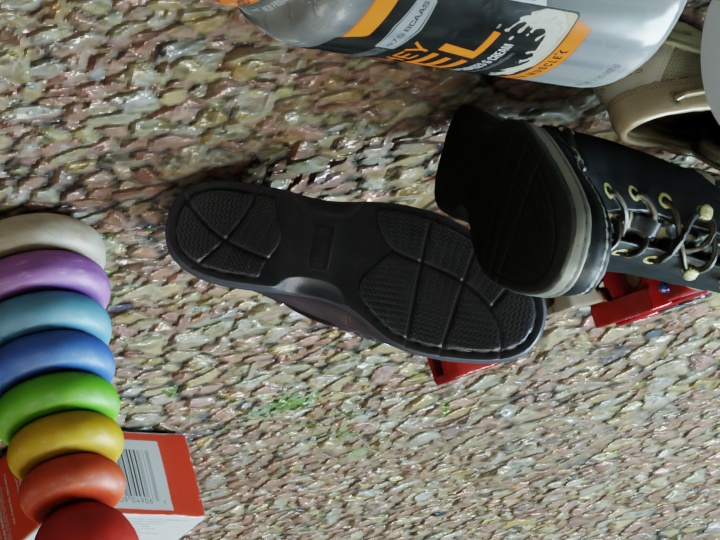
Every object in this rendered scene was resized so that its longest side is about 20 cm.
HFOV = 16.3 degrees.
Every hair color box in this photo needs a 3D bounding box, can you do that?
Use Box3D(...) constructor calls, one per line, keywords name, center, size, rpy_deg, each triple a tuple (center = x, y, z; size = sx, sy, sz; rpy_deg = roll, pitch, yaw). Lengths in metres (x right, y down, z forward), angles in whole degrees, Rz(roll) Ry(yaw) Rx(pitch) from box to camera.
Box3D(name="hair color box", center=(-0.200, 0.169, 1.572), size=(0.111, 0.064, 0.200), rpy_deg=(7, 145, -39))

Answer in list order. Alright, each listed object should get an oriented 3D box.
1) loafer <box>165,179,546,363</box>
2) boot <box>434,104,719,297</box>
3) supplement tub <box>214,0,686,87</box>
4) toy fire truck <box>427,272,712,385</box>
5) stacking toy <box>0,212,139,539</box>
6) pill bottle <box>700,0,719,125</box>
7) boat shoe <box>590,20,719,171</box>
Box3D(name="loafer", center=(0.000, 0.000, 1.287), size=(0.200, 0.072, 0.063), rpy_deg=(16, 173, 7))
Box3D(name="boot", center=(0.129, -0.024, 1.216), size=(0.154, 0.204, 0.074), rpy_deg=(14, 102, -16))
Box3D(name="supplement tub", center=(0.027, -0.144, 1.009), size=(0.200, 0.123, 0.123), rpy_deg=(6, 147, -33))
Box3D(name="toy fire truck", center=(0.128, 0.010, 1.400), size=(0.141, 0.049, 0.200), rpy_deg=(-15, 174, -25))
Box3D(name="stacking toy", center=(-0.153, 0.075, 1.255), size=(0.085, 0.200, 0.085), rpy_deg=(-12, 153, -6))
Box3D(name="pill bottle", center=(0.274, -0.106, 1.227), size=(0.200, 0.112, 0.112), rpy_deg=(-2, 151, -23))
Box3D(name="boat shoe", center=(0.193, -0.077, 1.292), size=(0.200, 0.065, 0.071), rpy_deg=(8, 145, -38))
